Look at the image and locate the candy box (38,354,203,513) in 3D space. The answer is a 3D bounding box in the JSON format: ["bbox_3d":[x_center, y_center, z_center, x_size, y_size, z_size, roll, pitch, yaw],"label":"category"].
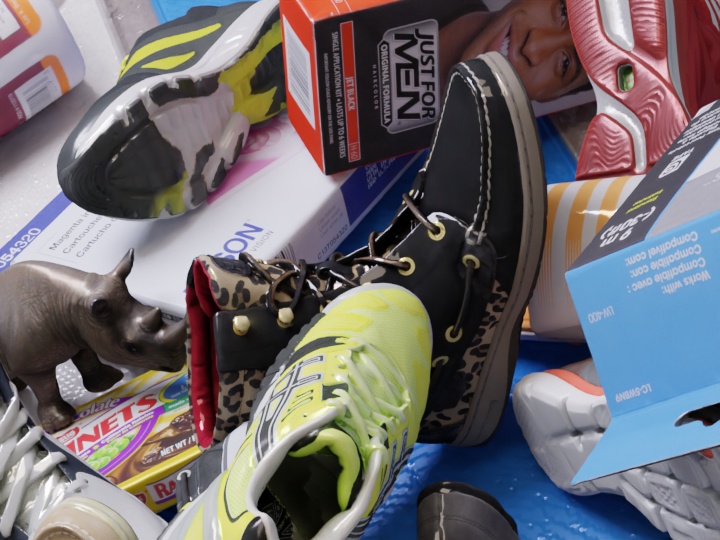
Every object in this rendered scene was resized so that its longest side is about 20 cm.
[{"bbox_3d":[-0.122,0.094,1.005,0.199,0.027,0.102,-26,26,-1],"label":"candy box"}]

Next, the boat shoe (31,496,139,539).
[{"bbox_3d":[-0.142,0.194,0.832,0.072,0.065,0.202,24,104,25],"label":"boat shoe"}]

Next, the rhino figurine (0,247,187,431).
[{"bbox_3d":[-0.164,0.033,1.024,0.199,0.088,0.060,-8,29,35],"label":"rhino figurine"}]

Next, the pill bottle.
[{"bbox_3d":[-0.278,-0.109,1.212,0.199,0.115,0.114,-37,46,-12],"label":"pill bottle"}]

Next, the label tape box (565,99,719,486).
[{"bbox_3d":[0.160,-0.014,0.789,0.144,0.063,0.200,-25,17,49],"label":"label tape box"}]

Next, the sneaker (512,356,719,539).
[{"bbox_3d":[0.145,0.065,0.872,0.081,0.078,0.200,-29,23,-21],"label":"sneaker"}]

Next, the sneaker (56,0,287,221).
[{"bbox_3d":[-0.104,-0.088,1.081,0.084,0.075,0.200,6,32,36],"label":"sneaker"}]

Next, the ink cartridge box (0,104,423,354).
[{"bbox_3d":[-0.096,-0.043,1.104,0.199,0.044,0.197,14,47,31],"label":"ink cartridge box"}]

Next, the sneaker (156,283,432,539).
[{"bbox_3d":[-0.009,0.073,0.796,0.076,0.075,0.201,-37,16,43],"label":"sneaker"}]

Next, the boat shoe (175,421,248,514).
[{"bbox_3d":[-0.046,0.152,0.832,0.056,0.069,0.201,-28,40,20],"label":"boat shoe"}]

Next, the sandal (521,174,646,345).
[{"bbox_3d":[0.089,-0.001,0.955,0.205,0.059,0.080,-10,72,41],"label":"sandal"}]

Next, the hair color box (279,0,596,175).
[{"bbox_3d":[0.059,-0.130,1.060,0.198,0.102,0.061,-17,42,-15],"label":"hair color box"}]

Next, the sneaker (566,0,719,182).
[{"bbox_3d":[0.168,-0.067,1.013,0.078,0.115,0.202,-7,80,42],"label":"sneaker"}]

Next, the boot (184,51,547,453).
[{"bbox_3d":[0.000,0.000,0.905,0.149,0.202,0.073,-5,35,-18],"label":"boot"}]

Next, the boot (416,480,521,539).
[{"bbox_3d":[0.026,0.139,0.797,0.069,0.201,0.133,-6,51,17],"label":"boot"}]

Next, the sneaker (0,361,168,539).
[{"bbox_3d":[-0.168,0.085,0.891,0.079,0.130,0.199,-43,48,-17],"label":"sneaker"}]
